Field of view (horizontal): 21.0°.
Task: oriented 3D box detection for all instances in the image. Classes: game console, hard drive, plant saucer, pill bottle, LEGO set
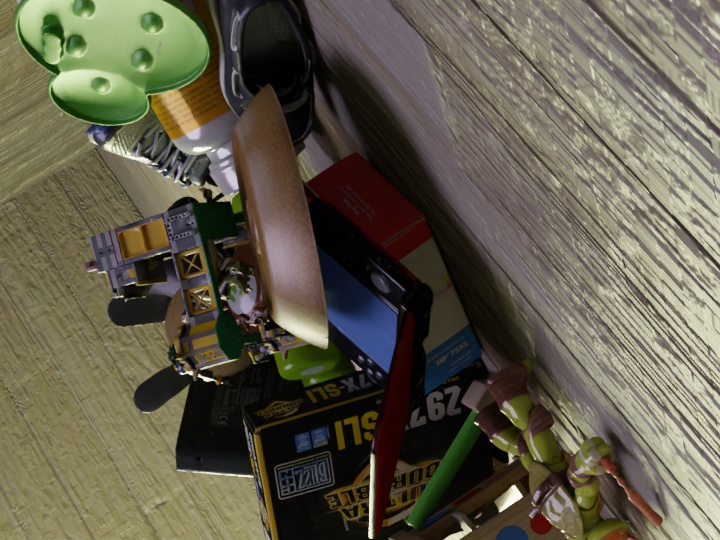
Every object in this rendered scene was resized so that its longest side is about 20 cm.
[{"bbox_3d":[-0.011,0.074,1.433,0.172,0.119,0.200,41,159,18],"label":"game console"},{"bbox_3d":[-0.055,0.126,1.727,0.140,0.199,0.033,-81,-6,-47],"label":"hard drive"},{"bbox_3d":[-0.063,-0.036,1.432,0.200,0.035,0.201,167,90,-83],"label":"plant saucer"},{"bbox_3d":[-0.131,-0.170,1.653,0.200,0.113,0.113,59,172,-11],"label":"pill bottle"},{"bbox_3d":[-0.128,0.017,1.529,0.200,0.116,0.154,-26,-81,-63],"label":"LEGO set"}]

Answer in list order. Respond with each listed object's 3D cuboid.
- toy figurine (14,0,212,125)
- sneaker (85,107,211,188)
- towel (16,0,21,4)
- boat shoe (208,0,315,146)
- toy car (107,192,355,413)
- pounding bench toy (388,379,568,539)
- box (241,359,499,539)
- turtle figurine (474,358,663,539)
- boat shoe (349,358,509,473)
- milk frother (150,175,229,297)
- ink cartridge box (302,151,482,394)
[{"bbox_3d":[-0.183,-0.241,1.522,0.200,0.150,0.185,116,162,-60],"label":"toy figurine"},{"bbox_3d":[-0.165,-0.118,1.729,0.085,0.077,0.200,47,-160,17],"label":"sneaker"},{"bbox_3d":[-0.238,-0.321,1.502,0.030,0.200,0.147,13,142,7],"label":"towel"},{"bbox_3d":[-0.071,-0.154,1.488,0.060,0.075,0.200,59,175,38],"label":"boat shoe"},{"bbox_3d":[-0.122,0.041,1.694,0.158,0.199,0.165,42,-150,-72],"label":"toy car"},{"bbox_3d":[0.093,0.207,1.562,0.200,0.156,0.124,58,172,0],"label":"pounding bench toy"},{"bbox_3d":[0.011,0.162,1.613,0.049,0.199,0.160,-131,29,-60],"label":"box"},{"bbox_3d":[0.143,0.153,1.387,0.161,0.064,0.200,54,171,26],"label":"turtle figurine"},{"bbox_3d":[0.063,0.103,1.679,0.203,0.075,0.075,55,-151,-25],"label":"boat shoe"},{"bbox_3d":[-0.084,-0.037,1.845,0.188,0.181,0.200,19,123,18],"label":"milk frother"},{"bbox_3d":[0.015,-0.010,1.528,0.116,0.067,0.200,46,165,47],"label":"ink cartridge box"}]
